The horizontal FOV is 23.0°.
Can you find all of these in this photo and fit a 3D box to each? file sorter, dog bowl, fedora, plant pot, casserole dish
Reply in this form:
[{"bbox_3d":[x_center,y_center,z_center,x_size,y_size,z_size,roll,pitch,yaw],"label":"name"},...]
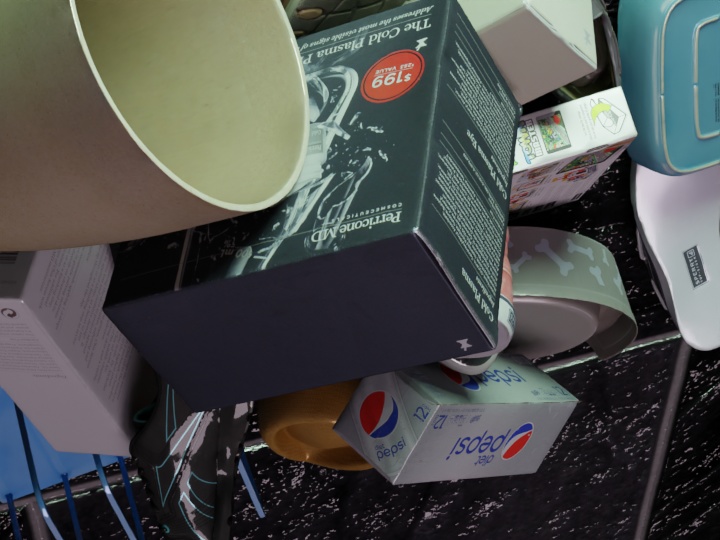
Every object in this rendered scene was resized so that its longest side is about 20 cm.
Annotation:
[{"bbox_3d":[-0.184,0.140,1.301,0.198,0.123,0.139,-20,142,-3],"label":"file sorter"},{"bbox_3d":[0.103,0.025,1.307,0.198,0.059,0.200,-1,159,0],"label":"dog bowl"},{"bbox_3d":[-0.023,0.095,1.295,0.198,0.083,0.201,10,161,4],"label":"fedora"},{"bbox_3d":[-0.162,-0.088,0.949,0.199,0.189,0.187,-21,147,30],"label":"plant pot"},{"bbox_3d":[0.239,-0.142,1.218,0.120,0.039,0.201,-18,132,-10],"label":"casserole dish"}]

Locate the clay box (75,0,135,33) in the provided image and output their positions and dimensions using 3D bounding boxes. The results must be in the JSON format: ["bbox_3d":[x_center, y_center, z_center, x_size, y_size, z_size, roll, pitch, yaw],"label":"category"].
[{"bbox_3d":[-0.146,-0.221,0.952,0.114,0.048,0.200,-30,142,10],"label":"clay box"}]

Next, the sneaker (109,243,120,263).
[{"bbox_3d":[-0.118,-0.042,1.166,0.104,0.060,0.202,-36,126,-45],"label":"sneaker"}]

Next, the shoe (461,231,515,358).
[{"bbox_3d":[0.000,0.000,1.131,0.198,0.092,0.072,4,144,-1],"label":"shoe"}]

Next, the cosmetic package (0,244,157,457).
[{"bbox_3d":[-0.198,0.031,1.168,0.071,0.102,0.201,1,146,20],"label":"cosmetic package"}]

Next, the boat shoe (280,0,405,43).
[{"bbox_3d":[-0.001,-0.203,1.029,0.075,0.072,0.200,3,136,-41],"label":"boat shoe"}]

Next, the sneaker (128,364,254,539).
[{"bbox_3d":[-0.118,0.131,1.197,0.078,0.075,0.202,8,104,-6],"label":"sneaker"}]

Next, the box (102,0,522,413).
[{"bbox_3d":[-0.022,-0.037,1.004,0.198,0.183,0.104,-14,136,25],"label":"box"}]

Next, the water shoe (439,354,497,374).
[{"bbox_3d":[0.012,-0.001,1.209,0.072,0.200,0.079,-51,-177,-22],"label":"water shoe"}]

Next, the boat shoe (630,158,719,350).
[{"bbox_3d":[0.241,-0.036,1.351,0.071,0.068,0.201,-26,120,-5],"label":"boat shoe"}]

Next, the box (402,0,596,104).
[{"bbox_3d":[0.041,-0.129,1.087,0.199,0.069,0.082,-23,142,32],"label":"box"}]

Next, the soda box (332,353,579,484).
[{"bbox_3d":[0.070,0.101,1.237,0.199,0.063,0.069,4,120,-56],"label":"soda box"}]

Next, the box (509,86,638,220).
[{"bbox_3d":[0.112,-0.068,1.194,0.109,0.035,0.200,-17,172,-7],"label":"box"}]

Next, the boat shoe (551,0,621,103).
[{"bbox_3d":[0.124,-0.167,1.137,0.072,0.065,0.200,-31,142,9],"label":"boat shoe"}]
